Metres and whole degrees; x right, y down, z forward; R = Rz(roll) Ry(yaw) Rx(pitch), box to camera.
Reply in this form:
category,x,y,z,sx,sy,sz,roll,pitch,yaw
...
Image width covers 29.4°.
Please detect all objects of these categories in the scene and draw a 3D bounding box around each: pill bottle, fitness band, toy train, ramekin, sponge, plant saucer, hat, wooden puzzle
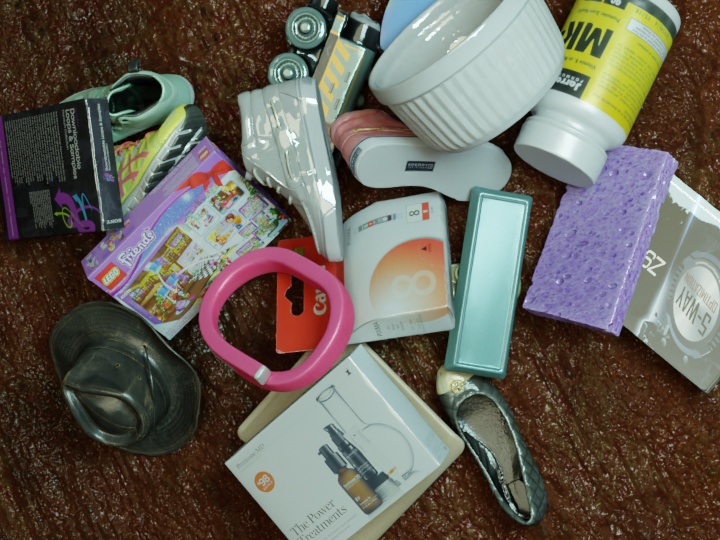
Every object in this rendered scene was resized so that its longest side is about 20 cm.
category,x,y,z,sx,sy,sz,roll,pitch,yaw
pill bottle,0.246,-0.198,1.445,0.113,0.114,0.202,26,83,8
fitness band,-0.093,0.049,1.476,0.199,0.037,0.144,28,76,43
toy train,-0.049,-0.204,1.529,0.113,0.085,0.202,22,91,-4
ramekin,0.115,-0.211,1.401,0.199,0.200,0.105,-38,110,7
sponge,0.253,-0.037,1.453,0.111,0.030,0.202,12,76,41
plant saucer,0.140,0.013,1.483,0.069,0.019,0.203,9,87,-7
hat,-0.280,0.140,1.529,0.198,0.081,0.203,11,120,19
wooden puzzle,-0.010,0.184,1.526,0.200,0.046,0.185,43,107,2

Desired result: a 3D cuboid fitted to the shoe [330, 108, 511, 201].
category,x,y,z,sx,sy,sz,roll,pitch,yaw
shoe,0.066,-0.132,1.499,0.198,0.091,0.072,2,122,-28

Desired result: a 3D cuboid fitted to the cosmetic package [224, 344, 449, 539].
category,x,y,z,sx,sy,sz,roll,pitch,yaw
cosmetic package,-0.026,0.201,1.479,0.200,0.052,0.151,-42,88,22

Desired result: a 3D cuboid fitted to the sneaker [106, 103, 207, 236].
category,x,y,z,sx,sy,sz,roll,pitch,yaw
sneaker,-0.248,-0.119,1.538,0.090,0.078,0.200,48,118,15

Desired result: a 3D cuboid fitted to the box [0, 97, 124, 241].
category,x,y,z,sx,sy,sz,roll,pitch,yaw
box,-0.342,-0.110,1.535,0.199,0.036,0.145,-2,97,45

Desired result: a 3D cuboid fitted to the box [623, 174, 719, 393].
category,x,y,z,sx,sy,sz,roll,pitch,yaw
box,0.344,0.007,1.481,0.200,0.044,0.161,40,95,7

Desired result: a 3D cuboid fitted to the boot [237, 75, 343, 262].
category,x,y,z,sx,sy,sz,roll,pitch,yaw
boot,-0.076,-0.102,1.476,0.094,0.074,0.203,-9,100,6

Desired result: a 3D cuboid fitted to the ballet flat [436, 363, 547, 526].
category,x,y,z,sx,sy,sz,roll,pitch,yaw
ballet flat,0.147,0.187,1.505,0.066,0.057,0.201,-32,85,7

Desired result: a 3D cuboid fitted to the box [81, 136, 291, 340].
category,x,y,z,sx,sy,sz,roll,pitch,yaw
box,-0.193,-0.033,1.527,0.200,0.039,0.137,-43,129,6

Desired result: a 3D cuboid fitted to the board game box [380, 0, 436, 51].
category,x,y,z,sx,sy,sz,roll,pitch,yaw
board game box,0.120,-0.250,1.519,0.158,0.039,0.201,-39,84,6

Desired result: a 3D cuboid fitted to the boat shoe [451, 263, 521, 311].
category,x,y,z,sx,sy,sz,roll,pitch,yaw
boat shoe,0.079,0.033,1.513,0.198,0.063,0.074,-9,89,9

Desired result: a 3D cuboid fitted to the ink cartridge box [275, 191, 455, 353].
category,x,y,z,sx,sy,sz,roll,pitch,yaw
ink cartridge box,0.000,0.000,1.492,0.197,0.050,0.164,-7,52,7

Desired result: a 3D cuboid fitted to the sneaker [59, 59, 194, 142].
category,x,y,z,sx,sy,sz,roll,pitch,yaw
sneaker,-0.295,-0.181,1.544,0.198,0.118,0.075,-19,88,9
